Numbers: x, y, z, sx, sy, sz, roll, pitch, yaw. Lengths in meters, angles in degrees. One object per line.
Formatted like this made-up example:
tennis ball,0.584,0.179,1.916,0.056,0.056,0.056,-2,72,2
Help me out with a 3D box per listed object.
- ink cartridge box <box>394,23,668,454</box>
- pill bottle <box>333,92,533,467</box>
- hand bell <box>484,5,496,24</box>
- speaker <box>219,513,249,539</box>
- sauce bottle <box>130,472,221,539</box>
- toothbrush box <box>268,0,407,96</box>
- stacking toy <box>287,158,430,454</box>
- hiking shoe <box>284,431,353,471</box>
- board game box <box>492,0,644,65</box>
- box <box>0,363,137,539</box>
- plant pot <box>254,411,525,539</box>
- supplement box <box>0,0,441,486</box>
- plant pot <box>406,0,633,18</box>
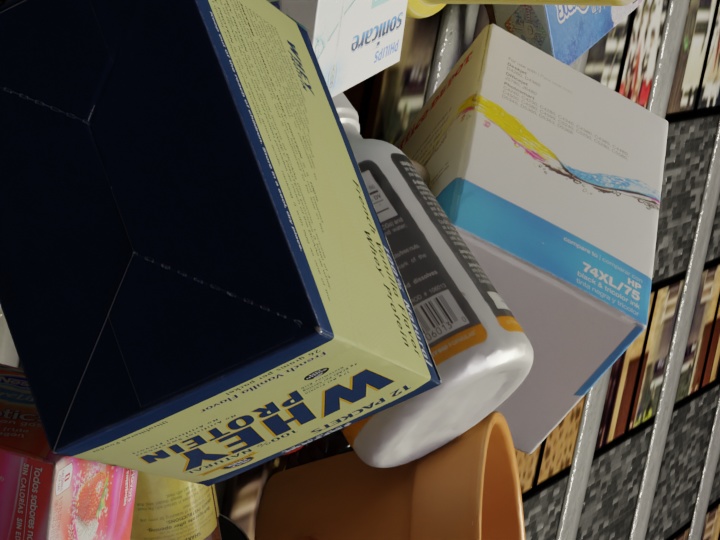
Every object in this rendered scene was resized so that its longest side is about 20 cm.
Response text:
ink cartridge box,0.095,-0.022,1.782,0.147,0.145,0.201,-51,-162,41
pill bottle,0.000,0.000,1.551,0.116,0.200,0.116,-30,163,-10
hand bell,0.103,-0.167,1.971,0.104,0.104,0.201,-52,138,-50
speaker,-0.081,0.216,1.683,0.200,0.081,0.082,66,42,-62
sauce bottle,-0.109,0.134,1.518,0.066,0.066,0.201,-48,136,-55
toothbrush box,-0.027,-0.204,1.522,0.146,0.085,0.201,-33,136,-64
stacking toy,-0.025,0.019,1.710,0.085,0.085,0.201,16,92,-72
hiking shoe,-0.013,0.104,1.798,0.101,0.075,0.201,105,5,-51
board game box,0.134,-0.255,1.931,0.200,0.043,0.200,-42,124,-59
box,-0.175,0.158,1.336,0.103,0.094,0.201,-33,134,-65
plant pot,0.018,0.186,1.628,0.200,0.139,0.201,-3,90,-80
supplement box,-0.079,-0.021,1.284,0.201,0.134,0.200,69,12,14
plant pot,0.085,-0.242,1.661,0.201,0.188,0.202,13,90,-72
